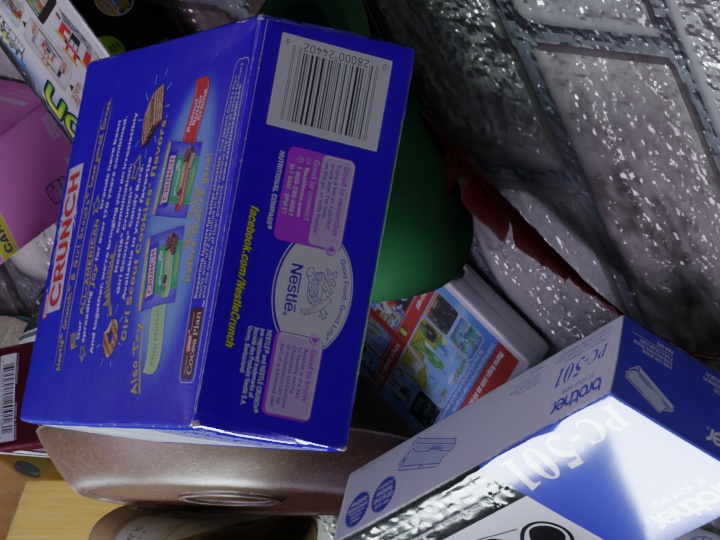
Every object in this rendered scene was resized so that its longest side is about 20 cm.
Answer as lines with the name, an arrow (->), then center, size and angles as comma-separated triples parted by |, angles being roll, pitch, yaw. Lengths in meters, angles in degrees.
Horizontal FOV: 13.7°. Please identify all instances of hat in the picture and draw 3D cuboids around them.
hat -> 0.042, -0.028, 1.355 | 0.166, 0.176, 0.200 | 133, 140, -51

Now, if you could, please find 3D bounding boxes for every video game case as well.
video game case -> 0.000, 0.000, 1.468 | 0.200, 0.017, 0.143 | 46, 153, 10

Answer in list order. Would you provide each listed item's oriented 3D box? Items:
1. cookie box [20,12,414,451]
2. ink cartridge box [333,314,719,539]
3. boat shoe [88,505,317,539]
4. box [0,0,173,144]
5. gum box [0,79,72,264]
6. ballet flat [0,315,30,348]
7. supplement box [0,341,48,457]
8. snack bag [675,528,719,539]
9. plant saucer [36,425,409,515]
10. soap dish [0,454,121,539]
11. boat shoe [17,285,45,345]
cookie box -> -0.065, -0.012, 1.270 | 0.075, 0.171, 0.200 | 13, 173, -25
ink cartridge box -> 0.085, 0.093, 1.324 | 0.094, 0.044, 0.200 | 31, 141, -22
boat shoe -> -0.085, 0.152, 1.653 | 0.066, 0.074, 0.200 | 26, -178, 21
box -> -0.123, -0.093, 1.495 | 0.200, 0.035, 0.110 | 54, 155, 8
gum box -> -0.253, -0.057, 1.683 | 0.200, 0.113, 0.066 | 15, 138, 50
ballet flat -> -0.184, 0.074, 1.803 | 0.200, 0.062, 0.068 | 16, 138, 49
supplement box -> -0.108, 0.065, 1.594 | 0.200, 0.109, 0.061 | -11, 75, 55
snack bag -> 0.054, 0.177, 1.415 | 0.200, 0.189, 0.021 | 17, 152, 43
plant saucer -> -0.066, 0.101, 1.518 | 0.200, 0.200, 0.035 | -17, 67, 62
soap dish -> -0.236, 0.122, 1.856 | 0.200, 0.081, 0.157 | 32, -167, 31
boat shoe -> -0.148, 0.018, 1.685 | 0.200, 0.069, 0.057 | 154, 110, -67
